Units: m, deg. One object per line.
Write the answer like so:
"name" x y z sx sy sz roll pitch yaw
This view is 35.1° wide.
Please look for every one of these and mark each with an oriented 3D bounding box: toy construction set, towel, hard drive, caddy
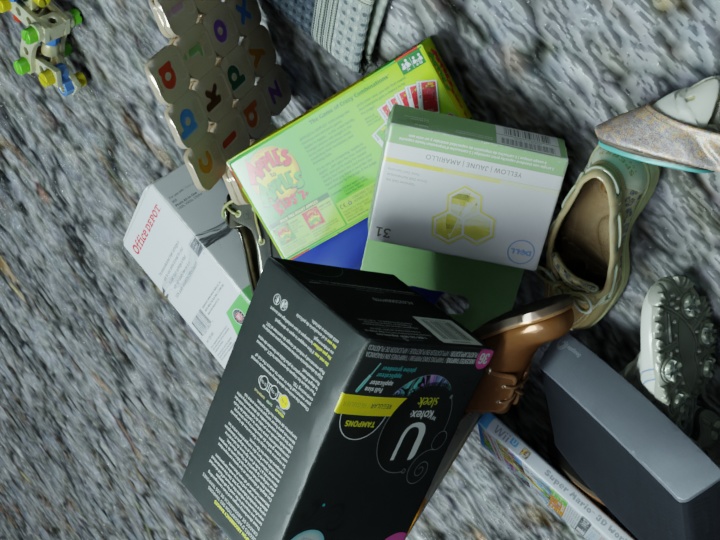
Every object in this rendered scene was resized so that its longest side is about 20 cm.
"toy construction set" -0.399 -0.296 1.310 0.198 0.092 0.132 30 141 12
"towel" -0.043 -0.294 0.953 0.192 0.034 0.201 42 146 20
"hard drive" 0.215 0.150 0.916 0.200 0.042 0.136 47 160 49
"caddy" 0.000 0.000 1.087 0.141 0.106 0.199 41 154 -18

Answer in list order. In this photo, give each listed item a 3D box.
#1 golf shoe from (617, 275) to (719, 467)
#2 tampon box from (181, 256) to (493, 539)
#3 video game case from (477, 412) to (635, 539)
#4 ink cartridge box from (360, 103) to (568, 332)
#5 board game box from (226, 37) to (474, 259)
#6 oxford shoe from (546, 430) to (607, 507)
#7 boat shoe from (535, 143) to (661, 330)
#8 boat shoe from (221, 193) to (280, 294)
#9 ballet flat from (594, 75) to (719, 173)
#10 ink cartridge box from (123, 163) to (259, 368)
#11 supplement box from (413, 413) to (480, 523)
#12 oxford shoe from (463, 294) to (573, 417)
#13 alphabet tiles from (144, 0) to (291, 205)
"golf shoe" 0.236 0.091 0.921 0.096 0.078 0.203 19 132 46
"tampon box" -0.020 0.114 0.882 0.126 0.148 0.203 36 110 40
"video game case" 0.191 0.214 1.068 0.199 0.018 0.143 41 173 17
"ink cartridge box" 0.075 -0.025 0.933 0.143 0.048 0.203 11 120 -2
"board game box" -0.004 -0.100 0.964 0.198 0.048 0.103 -28 100 20
"oxford shoe" 0.250 0.204 1.007 0.198 0.071 0.072 29 147 31
"boat shoe" 0.176 -0.021 0.899 0.073 0.063 0.202 32 141 25
"boat shoe" -0.107 -0.052 1.176 0.072 0.060 0.205 -3 106 67
"ballet flat" 0.254 -0.092 0.762 0.198 0.068 0.068 22 116 29
"ink cartridge box" -0.164 -0.007 1.283 0.201 0.084 0.146 50 145 4
"supplement box" 0.057 0.158 1.066 0.073 0.200 0.127 32 140 10
"oxford shoe" 0.119 0.075 0.932 0.072 0.070 0.200 65 149 11
"alphabet tiles" -0.122 -0.165 1.007 0.014 0.196 0.202 -7 120 27
